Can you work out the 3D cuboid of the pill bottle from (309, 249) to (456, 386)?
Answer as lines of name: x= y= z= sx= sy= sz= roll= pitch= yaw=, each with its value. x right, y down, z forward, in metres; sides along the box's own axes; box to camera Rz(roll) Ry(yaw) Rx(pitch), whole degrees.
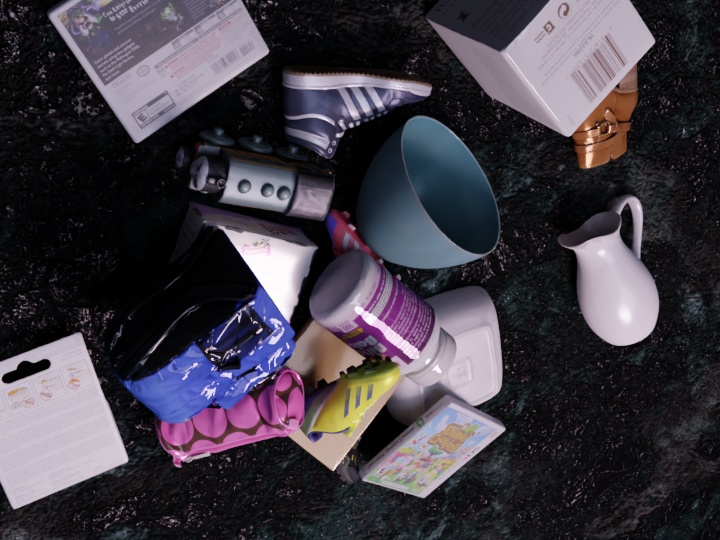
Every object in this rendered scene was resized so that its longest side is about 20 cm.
pill bottle: x=0.036 y=0.071 z=1.363 sx=0.200 sy=0.112 sz=0.113 roll=38 pitch=93 yaw=-28

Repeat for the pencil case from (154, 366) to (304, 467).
pencil case: x=-0.170 y=0.194 z=1.350 sx=0.198 sy=0.095 sz=0.091 roll=-18 pitch=150 yaw=22

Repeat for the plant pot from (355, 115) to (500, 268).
plant pot: x=0.073 y=-0.083 z=1.351 sx=0.134 sy=0.202 sz=0.199 roll=-30 pitch=133 yaw=34

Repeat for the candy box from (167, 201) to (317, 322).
candy box: x=-0.170 y=0.029 z=1.332 sx=0.166 sy=0.072 sz=0.202 roll=13 pitch=107 yaw=-31

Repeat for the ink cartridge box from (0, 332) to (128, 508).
ink cartridge box: x=-0.407 y=0.188 z=1.310 sx=0.161 sy=0.050 sz=0.202 roll=-21 pitch=113 yaw=-16

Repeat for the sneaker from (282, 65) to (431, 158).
sneaker: x=-0.008 y=-0.201 z=1.304 sx=0.198 sy=0.070 sz=0.110 roll=-1 pitch=109 yaw=-19

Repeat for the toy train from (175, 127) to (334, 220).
toy train: x=-0.126 y=-0.116 z=1.259 sx=0.198 sy=0.114 sz=0.086 roll=9 pitch=109 yaw=-30

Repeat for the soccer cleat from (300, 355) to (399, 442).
soccer cleat: x=-0.012 y=0.172 z=1.339 sx=0.064 sy=0.199 sz=0.084 roll=-22 pitch=85 yaw=-49

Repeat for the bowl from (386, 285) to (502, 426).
bowl: x=0.130 y=0.140 z=1.537 sx=0.198 sy=0.075 sz=0.202 roll=-18 pitch=119 yaw=-17

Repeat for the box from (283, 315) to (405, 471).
box: x=-0.038 y=0.155 z=1.428 sx=0.163 sy=0.021 sz=0.201 roll=40 pitch=84 yaw=-15

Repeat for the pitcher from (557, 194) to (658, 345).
pitcher: x=0.407 y=-0.002 z=1.594 sx=0.171 sy=0.121 sz=0.201 roll=-37 pitch=114 yaw=-25

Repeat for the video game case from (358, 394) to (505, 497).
video game case: x=0.114 y=0.275 z=1.562 sx=0.182 sy=0.022 sz=0.200 roll=-43 pitch=145 yaw=12

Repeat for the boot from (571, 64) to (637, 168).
boot: x=0.313 y=-0.223 z=1.467 sx=0.198 sy=0.077 sz=0.157 roll=-20 pitch=125 yaw=-26

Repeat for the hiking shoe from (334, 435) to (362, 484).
hiking shoe: x=-0.012 y=0.226 z=1.502 sx=0.100 sy=0.076 sz=0.202 roll=-20 pitch=120 yaw=-13

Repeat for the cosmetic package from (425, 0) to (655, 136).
cosmetic package: x=0.225 y=-0.307 z=1.294 sx=0.168 sy=0.200 sz=0.166 roll=-48 pitch=125 yaw=1

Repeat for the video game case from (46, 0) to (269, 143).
video game case: x=-0.230 y=-0.277 z=1.186 sx=0.199 sy=0.023 sz=0.183 roll=-35 pitch=124 yaw=-7

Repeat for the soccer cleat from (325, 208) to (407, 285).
soccer cleat: x=0.000 y=0.000 z=1.412 sx=0.076 sy=0.067 sz=0.200 roll=-34 pitch=124 yaw=8

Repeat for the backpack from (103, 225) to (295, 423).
backpack: x=-0.189 y=0.086 z=1.210 sx=0.199 sy=0.163 sz=0.168 roll=-36 pitch=126 yaw=-5
